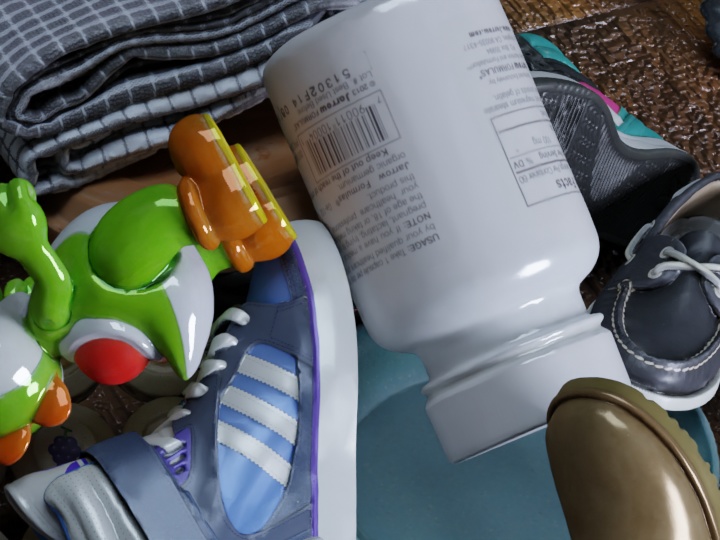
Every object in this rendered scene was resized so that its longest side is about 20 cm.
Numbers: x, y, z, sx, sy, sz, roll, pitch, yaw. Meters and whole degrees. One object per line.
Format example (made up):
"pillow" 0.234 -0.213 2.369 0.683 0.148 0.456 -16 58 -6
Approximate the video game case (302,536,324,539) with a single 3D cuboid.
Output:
"video game case" -0.063 0.222 1.072 0.181 0.023 0.201 -16 81 -25

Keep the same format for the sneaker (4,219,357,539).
"sneaker" -0.079 0.069 1.219 0.146 0.081 0.201 2 70 -13

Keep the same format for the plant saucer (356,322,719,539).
"plant saucer" 0.066 0.091 1.312 0.199 0.036 0.200 4 41 -4

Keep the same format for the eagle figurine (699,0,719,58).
"eagle figurine" 0.314 -0.145 1.579 0.199 0.152 0.152 5 -14 43

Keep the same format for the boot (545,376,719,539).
"boot" 0.091 0.165 1.147 0.066 0.176 0.200 -16 21 41

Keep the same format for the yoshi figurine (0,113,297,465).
"yoshi figurine" -0.136 0.001 1.217 0.200 0.113 0.112 -34 24 4

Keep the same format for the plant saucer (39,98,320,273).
"plant saucer" -0.060 -0.047 1.390 0.199 0.032 0.200 -8 19 3

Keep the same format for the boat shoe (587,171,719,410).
"boat shoe" 0.160 0.007 1.365 0.074 0.060 0.200 28 27 11

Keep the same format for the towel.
"towel" -0.107 -0.131 1.412 0.199 0.086 0.166 -24 31 -11

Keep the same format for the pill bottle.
"pill bottle" 0.043 -0.022 1.267 0.114 0.114 0.201 -20 84 -28

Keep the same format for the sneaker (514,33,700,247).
"sneaker" 0.081 -0.077 1.426 0.121 0.084 0.200 32 5 33

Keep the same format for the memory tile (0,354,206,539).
"memory tile" -0.156 0.083 1.252 0.199 0.017 0.154 -3 67 -11

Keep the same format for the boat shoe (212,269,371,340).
"boat shoe" 0.001 0.002 1.386 0.201 0.063 0.074 -14 43 -25
